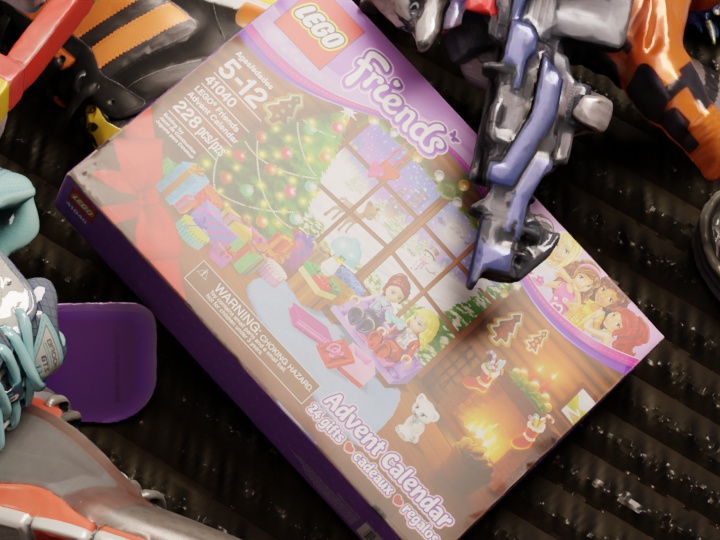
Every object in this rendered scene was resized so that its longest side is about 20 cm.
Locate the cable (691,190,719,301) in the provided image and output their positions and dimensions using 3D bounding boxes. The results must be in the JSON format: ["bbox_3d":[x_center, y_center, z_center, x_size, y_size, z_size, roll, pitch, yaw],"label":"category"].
[{"bbox_3d":[0.183,0.047,1.026,0.097,0.050,0.200,-3,60,-2],"label":"cable"}]

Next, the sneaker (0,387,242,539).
[{"bbox_3d":[-0.113,0.078,0.986,0.200,0.077,0.082,17,54,7],"label":"sneaker"}]

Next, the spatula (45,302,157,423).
[{"bbox_3d":[-0.176,0.025,1.033,0.199,0.057,0.021,9,34,12],"label":"spatula"}]

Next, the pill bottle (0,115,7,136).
[{"bbox_3d":[-0.247,-0.058,1.027,0.200,0.112,0.112,-28,64,-22],"label":"pill bottle"}]

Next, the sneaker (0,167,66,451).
[{"bbox_3d":[-0.146,0.032,0.938,0.086,0.078,0.200,0,51,-8],"label":"sneaker"}]

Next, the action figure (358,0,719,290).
[{"bbox_3d":[0.087,-0.072,1.034,0.193,0.105,0.200,23,78,-11],"label":"action figure"}]

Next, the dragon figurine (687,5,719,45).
[{"bbox_3d":[0.220,-0.117,1.119,0.200,0.059,0.100,25,62,13],"label":"dragon figurine"}]

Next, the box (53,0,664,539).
[{"bbox_3d":[0.000,0.000,1.021,0.200,0.039,0.137,47,67,2],"label":"box"}]

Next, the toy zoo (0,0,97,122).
[{"bbox_3d":[-0.179,-0.098,0.982,0.131,0.020,0.200,28,57,9],"label":"toy zoo"}]

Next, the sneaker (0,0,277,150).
[{"bbox_3d":[-0.106,-0.087,1.081,0.200,0.070,0.090,17,57,5],"label":"sneaker"}]
